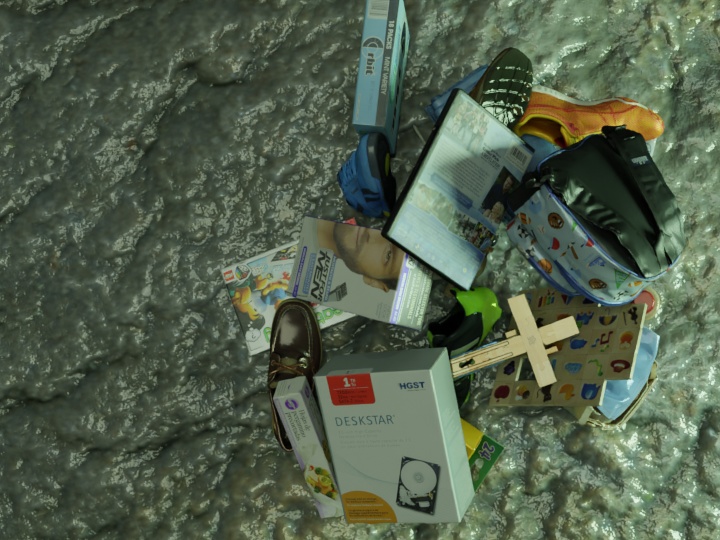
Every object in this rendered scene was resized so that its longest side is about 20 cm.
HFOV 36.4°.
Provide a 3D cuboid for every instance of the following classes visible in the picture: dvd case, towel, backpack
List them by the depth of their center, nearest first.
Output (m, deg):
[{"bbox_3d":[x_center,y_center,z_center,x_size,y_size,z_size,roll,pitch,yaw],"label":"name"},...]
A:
[{"bbox_3d":[0.119,-0.095,1.305,0.142,0.018,0.201,33,79,-31],"label":"dvd case"},{"bbox_3d":[0.285,-0.051,1.317,0.200,0.154,0.191,-29,70,-37],"label":"backpack"},{"bbox_3d":[0.183,-0.168,1.446,0.111,0.049,0.200,-33,76,-5],"label":"towel"}]

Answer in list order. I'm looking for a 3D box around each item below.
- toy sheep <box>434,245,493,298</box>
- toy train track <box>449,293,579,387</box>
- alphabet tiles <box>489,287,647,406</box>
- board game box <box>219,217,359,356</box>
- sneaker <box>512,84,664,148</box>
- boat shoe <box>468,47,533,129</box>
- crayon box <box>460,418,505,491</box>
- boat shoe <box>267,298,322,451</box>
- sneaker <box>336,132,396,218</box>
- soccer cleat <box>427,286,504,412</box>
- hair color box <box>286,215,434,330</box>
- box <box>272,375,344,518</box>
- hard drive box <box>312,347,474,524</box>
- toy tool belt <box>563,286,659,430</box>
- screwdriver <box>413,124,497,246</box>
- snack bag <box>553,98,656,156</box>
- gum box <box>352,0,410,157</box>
[{"bbox_3d":[0.099,-0.051,1.416,0.138,0.138,0.200,-45,45,2],"label":"toy sheep"},{"bbox_3d":[0.173,0.100,1.361,0.199,0.033,0.115,-20,87,6],"label":"toy train track"},{"bbox_3d":[0.259,0.092,1.362,0.199,0.008,0.168,-7,56,44],"label":"alphabet tiles"},{"bbox_3d":[-0.077,0.023,1.485,0.199,0.035,0.127,-21,84,5],"label":"board game box"},{"bbox_3d":[0.288,-0.182,1.403,0.199,0.073,0.078,6,63,1],"label":"sneaker"},{"bbox_3d":[0.146,-0.188,1.368,0.076,0.074,0.201,35,76,-33],"label":"boat shoe"},{"bbox_3d":[0.069,0.228,1.418,0.199,0.052,0.126,32,116,8],"label":"crayon box"},{"bbox_3d":[-0.089,0.139,1.437,0.072,0.072,0.201,6,99,-1],"label":"boat shoe"},{"bbox_3d":[0.002,-0.119,1.405,0.078,0.200,0.066,7,73,7],"label":"sneaker"},{"bbox_3d":[0.116,0.107,1.410,0.081,0.068,0.201,9,115,-23],"label":"soccer cleat"},{"bbox_3d":[0.000,0.000,1.373,0.199,0.065,0.110,12,89,45],"label":"hair color box"},{"bbox_3d":[-0.060,0.231,1.413,0.038,0.042,0.201,-12,115,14],"label":"box"},{"bbox_3d":[0.043,0.204,1.349,0.155,0.077,0.201,-7,104,23],"label":"hard drive box"},{"bbox_3d":[0.324,0.105,1.384,0.124,0.123,0.201,31,89,8],"label":"toy tool belt"},{"bbox_3d":[0.121,-0.113,1.477,0.029,0.028,0.200,-32,80,-25],"label":"screwdriver"},{"bbox_3d":[0.281,-0.138,1.461,0.199,0.021,0.190,17,88,8],"label":"snack bag"},{"bbox_3d":[0.029,-0.248,1.411,0.044,0.200,0.171,6,86,7],"label":"gum box"}]
